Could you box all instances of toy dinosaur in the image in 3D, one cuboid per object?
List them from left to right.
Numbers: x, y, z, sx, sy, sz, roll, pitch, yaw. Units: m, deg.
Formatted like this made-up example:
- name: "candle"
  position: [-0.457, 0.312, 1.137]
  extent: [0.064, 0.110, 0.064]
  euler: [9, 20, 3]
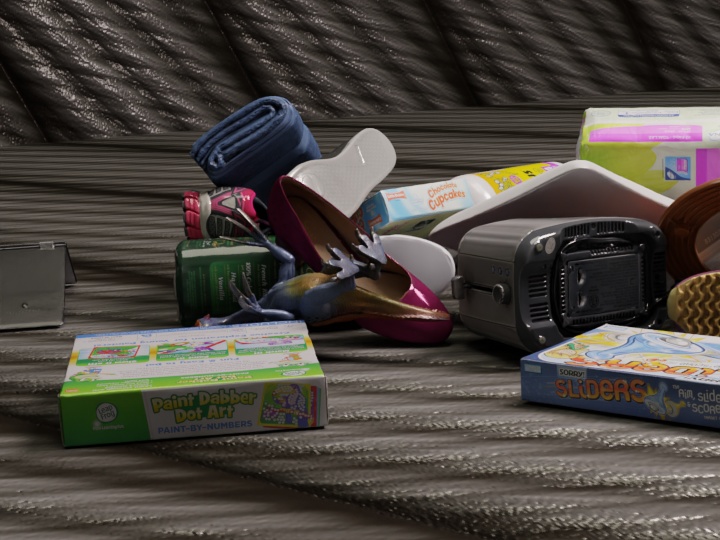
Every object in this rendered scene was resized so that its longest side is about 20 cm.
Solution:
- name: "toy dinosaur"
  position: [-0.059, 0.037, 1.414]
  extent: [0.181, 0.200, 0.105]
  euler: [-42, 5, 39]

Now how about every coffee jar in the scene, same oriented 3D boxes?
- name: "coffee jar"
  position: [-0.076, 0.008, 1.554]
  extent: [0.198, 0.086, 0.104]
  euler: [-3, 3, -1]

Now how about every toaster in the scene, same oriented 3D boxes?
- name: "toaster"
  position: [0.178, 0.007, 1.428]
  extent: [0.199, 0.115, 0.129]
  euler: [-8, 10, -31]

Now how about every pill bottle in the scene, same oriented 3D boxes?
- name: "pill bottle"
  position: [0.152, -0.059, 1.801]
  extent: [0.199, 0.105, 0.104]
  euler: [-11, 14, -36]

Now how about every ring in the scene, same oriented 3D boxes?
- name: "ring"
  position: [0.356, -0.015, 1.410]
  extent: [0.199, 0.201, 0.019]
  euler: [1, 53, 17]

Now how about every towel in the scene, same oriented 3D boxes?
- name: "towel"
  position: [-0.102, -0.118, 1.659]
  extent: [0.111, 0.049, 0.200]
  euler: [-34, -17, 0]

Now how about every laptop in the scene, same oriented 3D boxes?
- name: "laptop"
  position: [-0.396, 0.037, 1.695]
  extent: [0.186, 0.117, 0.200]
  euler: [-3, -18, -6]

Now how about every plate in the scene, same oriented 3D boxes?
- name: "plate"
  position: [0.197, -0.047, 1.533]
  extent: [0.199, 0.033, 0.199]
  euler: [18, -30, -39]

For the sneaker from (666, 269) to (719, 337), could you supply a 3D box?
- name: "sneaker"
  position: [0.352, 0.035, 1.372]
  extent: [0.198, 0.076, 0.090]
  euler: [3, 2, -2]

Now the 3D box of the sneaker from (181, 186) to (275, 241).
- name: "sneaker"
  position: [-0.114, -0.030, 1.660]
  extent: [0.074, 0.081, 0.200]
  euler: [-10, -16, 14]

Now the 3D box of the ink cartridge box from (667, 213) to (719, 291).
- name: "ink cartridge box"
  position: [0.371, -0.031, 1.530]
  extent: [0.199, 0.050, 0.162]
  euler: [-12, -19, -35]

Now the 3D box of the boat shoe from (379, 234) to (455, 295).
- name: "boat shoe"
  position: [0.000, 0.000, 1.641]
  extent: [0.199, 0.072, 0.068]
  euler: [-8, 11, 13]

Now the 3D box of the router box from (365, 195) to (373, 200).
- name: "router box"
  position: [0.016, -0.053, 1.942]
  extent: [0.199, 0.053, 0.157]
  euler: [-9, 12, -31]

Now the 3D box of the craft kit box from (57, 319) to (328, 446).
- name: "craft kit box"
  position: [-0.132, 0.085, 1.285]
  extent: [0.198, 0.049, 0.198]
  euler: [-4, 8, -5]

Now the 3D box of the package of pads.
- name: "package of pads"
  position: [0.290, -0.070, 1.603]
  extent: [0.153, 0.201, 0.068]
  euler: [0, 45, 12]

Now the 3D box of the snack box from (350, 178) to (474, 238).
- name: "snack box"
  position: [0.016, -0.042, 1.721]
  extent: [0.116, 0.037, 0.200]
  euler: [-11, -12, -37]

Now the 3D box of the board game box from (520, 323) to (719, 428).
- name: "board game box"
  position: [0.240, 0.080, 1.232]
  extent: [0.199, 0.035, 0.135]
  euler: [5, 13, 37]

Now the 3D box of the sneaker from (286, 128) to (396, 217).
- name: "sneaker"
  position: [-0.046, -0.069, 1.625]
  extent: [0.099, 0.071, 0.200]
  euler: [-38, 2, 40]

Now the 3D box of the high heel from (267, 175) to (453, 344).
- name: "high heel"
  position: [-0.002, -0.007, 1.444]
  extent: [0.199, 0.096, 0.068]
  euler: [29, 64, 16]
